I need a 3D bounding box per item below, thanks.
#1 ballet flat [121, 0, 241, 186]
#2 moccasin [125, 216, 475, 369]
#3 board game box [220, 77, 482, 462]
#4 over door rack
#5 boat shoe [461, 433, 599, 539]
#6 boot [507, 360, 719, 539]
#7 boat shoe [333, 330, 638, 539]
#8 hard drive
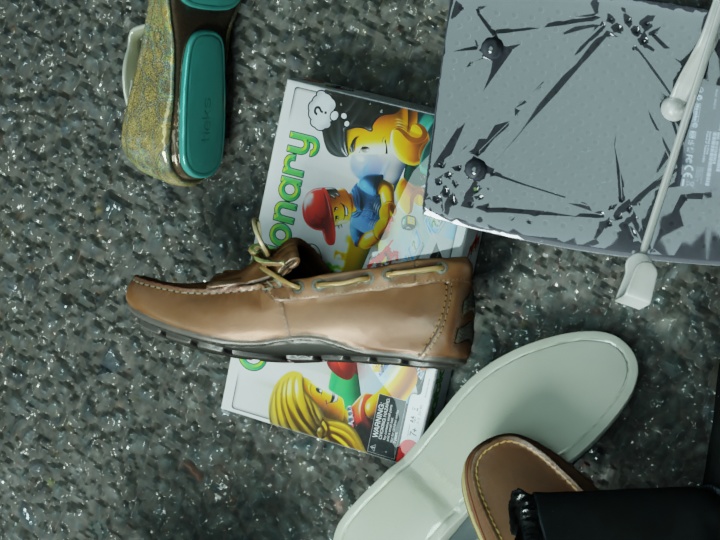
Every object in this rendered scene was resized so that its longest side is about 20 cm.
[{"bbox_3d":[-0.105,-0.151,1.115,0.071,0.071,0.200,11,98,20],"label":"ballet flat"},{"bbox_3d":[-0.035,0.012,1.056,0.201,0.074,0.078,1,85,25],"label":"moccasin"},{"bbox_3d":[0.000,0.000,1.098,0.126,0.035,0.200,15,99,20],"label":"board game box"},{"bbox_3d":[0.217,-0.045,0.941,0.148,0.067,0.200,18,71,2],"label":"over door rack"},{"bbox_3d":[0.120,0.163,0.973,0.072,0.068,0.200,-31,71,-5],"label":"boat shoe"},{"bbox_3d":[0.153,0.116,0.931,0.162,0.073,0.198,-7,56,-2],"label":"boot"},{"bbox_3d":[0.073,0.108,1.065,0.200,0.062,0.073,-40,64,0],"label":"boat shoe"},{"bbox_3d":[0.140,-0.076,1.016,0.200,0.042,0.135,8,97,8],"label":"hard drive"}]
